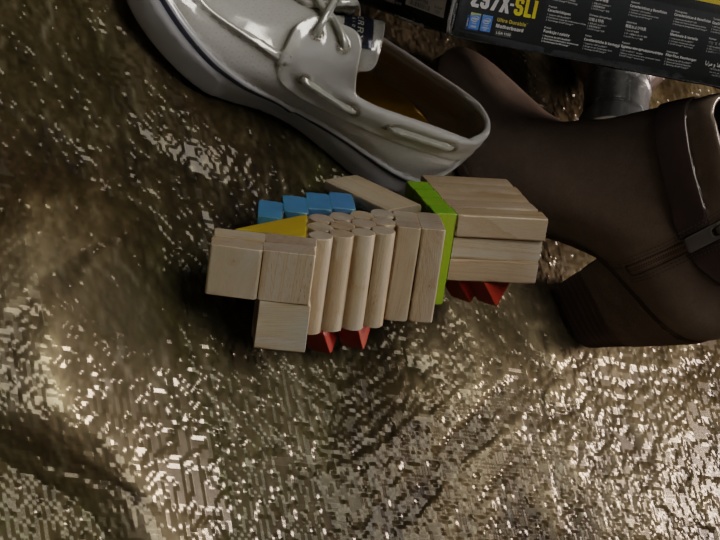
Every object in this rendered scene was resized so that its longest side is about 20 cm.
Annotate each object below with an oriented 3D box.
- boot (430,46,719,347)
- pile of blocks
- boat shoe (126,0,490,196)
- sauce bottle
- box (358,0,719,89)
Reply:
[{"bbox_3d":[0.133,-0.053,1.041,0.070,0.146,0.201,-32,90,-44],"label":"boot"},{"bbox_3d":[0.000,0.000,0.950,0.199,0.082,0.063,-9,116,-40],"label":"pile of blocks"},{"bbox_3d":[-0.019,-0.104,0.972,0.199,0.070,0.071,34,45,-29],"label":"boat shoe"},{"bbox_3d":[0.153,-0.148,1.189,0.065,0.065,0.201,36,44,-26],"label":"sauce bottle"},{"bbox_3d":[0.095,-0.135,1.020,0.198,0.160,0.050,7,101,-27],"label":"box"}]
